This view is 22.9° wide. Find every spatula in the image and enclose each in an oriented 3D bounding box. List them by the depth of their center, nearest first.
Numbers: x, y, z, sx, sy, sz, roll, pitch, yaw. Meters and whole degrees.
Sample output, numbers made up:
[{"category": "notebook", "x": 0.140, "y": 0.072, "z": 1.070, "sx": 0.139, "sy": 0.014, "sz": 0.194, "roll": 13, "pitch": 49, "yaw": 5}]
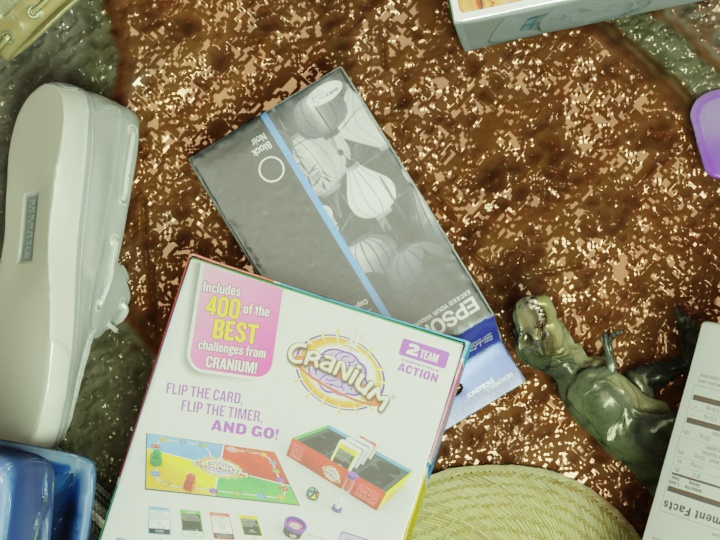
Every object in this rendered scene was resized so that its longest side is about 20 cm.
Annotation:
[{"category": "spatula", "x": 0.213, "y": -0.032, "z": 0.913, "sx": 0.056, "sy": 0.200, "sz": 0.021, "roll": -3, "pitch": 129, "yaw": -1}]

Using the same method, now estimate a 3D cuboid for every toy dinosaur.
[{"category": "toy dinosaur", "x": 0.163, "y": 0.078, "z": 0.957, "sx": 0.088, "sy": 0.047, "sz": 0.200, "roll": -37, "pitch": 94, "yaw": 1}]

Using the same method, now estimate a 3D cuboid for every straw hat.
[{"category": "straw hat", "x": 0.071, "y": 0.197, "z": 0.926, "sx": 0.201, "sy": 0.085, "sz": 0.201, "roll": 0, "pitch": 87, "yaw": -1}]

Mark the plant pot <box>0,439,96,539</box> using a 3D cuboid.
[{"category": "plant pot", "x": -0.236, "y": 0.161, "z": 0.832, "sx": 0.200, "sy": 0.180, "sz": 0.200, "roll": 9, "pitch": 90, "yaw": 9}]

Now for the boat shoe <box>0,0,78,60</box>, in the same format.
[{"category": "boat shoe", "x": -0.119, "y": -0.183, "z": 0.947, "sx": 0.201, "sy": 0.073, "sz": 0.063, "roll": -27, "pitch": 95, "yaw": 0}]

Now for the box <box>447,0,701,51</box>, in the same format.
[{"category": "box", "x": 0.118, "y": -0.235, "z": 0.934, "sx": 0.176, "sy": 0.097, "sz": 0.200, "roll": -10, "pitch": 87, "yaw": 7}]

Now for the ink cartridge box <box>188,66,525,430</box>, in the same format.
[{"category": "ink cartridge box", "x": 0.000, "y": 0.000, "z": 0.957, "sx": 0.099, "sy": 0.039, "sz": 0.200, "roll": -32, "pitch": 89, "yaw": -3}]

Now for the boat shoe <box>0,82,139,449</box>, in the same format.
[{"category": "boat shoe", "x": -0.153, "y": 0.004, "z": 0.940, "sx": 0.068, "sy": 0.072, "sz": 0.200, "roll": 10, "pitch": 78, "yaw": -40}]

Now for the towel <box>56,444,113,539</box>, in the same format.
[{"category": "towel", "x": -0.218, "y": 0.176, "z": 0.944, "sx": 0.193, "sy": 0.035, "sz": 0.200, "roll": 44, "pitch": 87, "yaw": 1}]

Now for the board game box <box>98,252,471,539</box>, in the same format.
[{"category": "board game box", "x": -0.044, "y": 0.109, "z": 0.908, "sx": 0.153, "sy": 0.040, "sz": 0.200, "roll": 18, "pitch": 88, "yaw": 7}]

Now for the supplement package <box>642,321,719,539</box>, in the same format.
[{"category": "supplement package", "x": 0.242, "y": 0.148, "z": 0.873, "sx": 0.152, "sy": 0.151, "sz": 0.200, "roll": 18, "pitch": 87, "yaw": -38}]
